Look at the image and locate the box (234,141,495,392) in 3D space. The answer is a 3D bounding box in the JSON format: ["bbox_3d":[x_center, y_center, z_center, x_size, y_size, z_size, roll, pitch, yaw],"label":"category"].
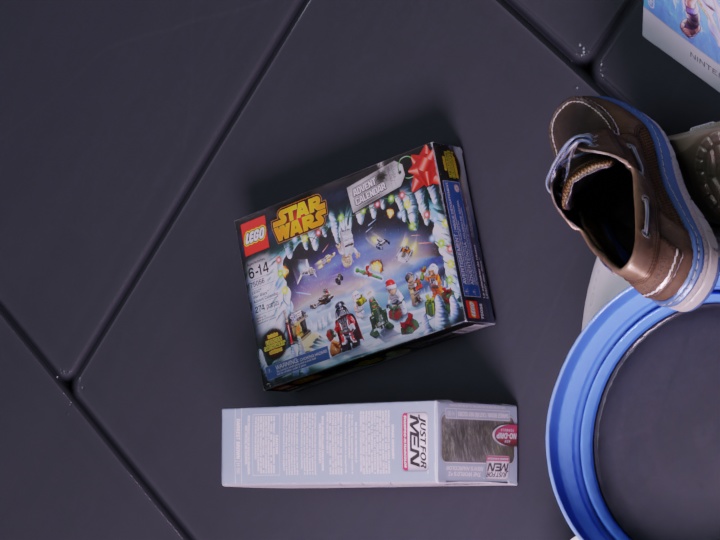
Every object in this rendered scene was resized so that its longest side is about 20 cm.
[{"bbox_3d":[0.000,0.000,1.832,0.200,0.040,0.137,-21,73,36],"label":"box"}]

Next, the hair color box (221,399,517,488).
[{"bbox_3d":[0.005,0.127,1.780,0.200,0.099,0.061,-4,83,38],"label":"hair color box"}]

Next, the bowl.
[{"bbox_3d":[0.209,0.099,1.550,0.200,0.039,0.201,-12,69,36],"label":"bowl"}]

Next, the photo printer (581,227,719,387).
[{"bbox_3d":[0.234,0.054,1.621,0.200,0.069,0.167,2,88,39],"label":"photo printer"}]

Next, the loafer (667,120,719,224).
[{"bbox_3d":[0.243,-0.067,1.610,0.200,0.068,0.076,4,112,47],"label":"loafer"}]

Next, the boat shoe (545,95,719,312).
[{"bbox_3d":[0.161,-0.056,1.573,0.072,0.072,0.200,-57,36,21],"label":"boat shoe"}]

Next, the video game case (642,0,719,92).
[{"bbox_3d":[0.256,-0.185,1.563,0.181,0.045,0.200,41,153,33],"label":"video game case"}]

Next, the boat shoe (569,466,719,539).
[{"bbox_3d":[0.199,0.175,1.628,0.200,0.062,0.073,-37,76,42],"label":"boat shoe"}]
